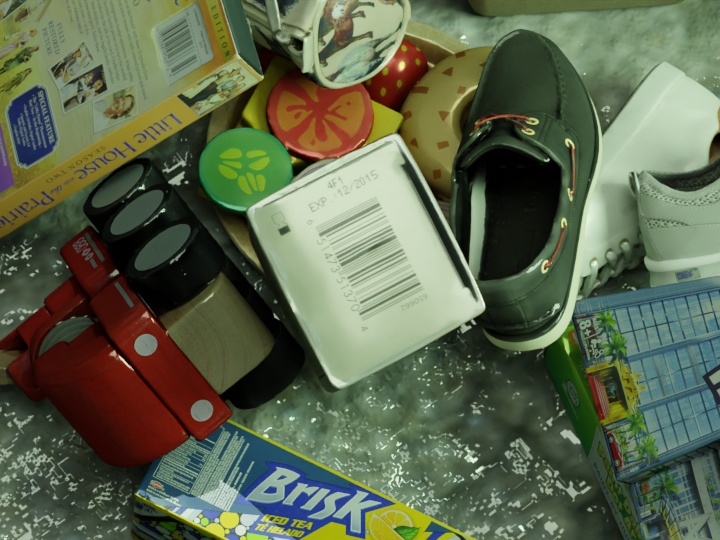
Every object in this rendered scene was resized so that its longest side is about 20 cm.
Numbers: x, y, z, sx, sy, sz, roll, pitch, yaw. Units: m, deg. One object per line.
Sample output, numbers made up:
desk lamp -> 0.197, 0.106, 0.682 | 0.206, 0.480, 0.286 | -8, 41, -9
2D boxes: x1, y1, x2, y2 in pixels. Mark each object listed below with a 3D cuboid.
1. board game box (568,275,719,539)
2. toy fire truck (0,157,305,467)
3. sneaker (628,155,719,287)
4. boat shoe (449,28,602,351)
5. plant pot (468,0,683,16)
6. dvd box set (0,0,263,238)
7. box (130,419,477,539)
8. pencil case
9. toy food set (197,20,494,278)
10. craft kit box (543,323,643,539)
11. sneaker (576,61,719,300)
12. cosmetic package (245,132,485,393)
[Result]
board game box -> 0.227, 0.074, 1.417 | 0.200, 0.062, 0.200 | -26, 64, 26
toy fire truck -> -0.157, 0.042, 1.435 | 0.200, 0.176, 0.129 | -39, 114, -2
sneaker -> 0.239, -0.052, 1.491 | 0.200, 0.075, 0.082 | -23, 103, 8
boat shoe -> 0.088, -0.056, 1.495 | 0.074, 0.063, 0.201 | -7, 52, 17
plant pot -> 0.130, -0.250, 1.595 | 0.200, 0.177, 0.200 | -4, 65, -9
dvd box set -> -0.155, -0.113, 1.504 | 0.200, 0.029, 0.146 | -30, 52, 16
box -> -0.018, 0.147, 1.452 | 0.200, 0.070, 0.064 | 26, 66, 5
pencil case -> -0.073, -0.170, 1.556 | 0.200, 0.078, 0.089 | 27, 26, 30
toy food set -> 0.010, -0.061, 1.564 | 0.200, 0.049, 0.198 | 25, 65, 4
craft kit box -> 0.229, 0.096, 1.523 | 0.197, 0.049, 0.200 | -16, 68, -17
sneaker -> 0.156, -0.029, 1.554 | 0.085, 0.073, 0.200 | 32, 64, 11
cosmetic package -> 0.000, 0.000, 1.412 | 0.087, 0.200, 0.103 | -27, 90, -3
